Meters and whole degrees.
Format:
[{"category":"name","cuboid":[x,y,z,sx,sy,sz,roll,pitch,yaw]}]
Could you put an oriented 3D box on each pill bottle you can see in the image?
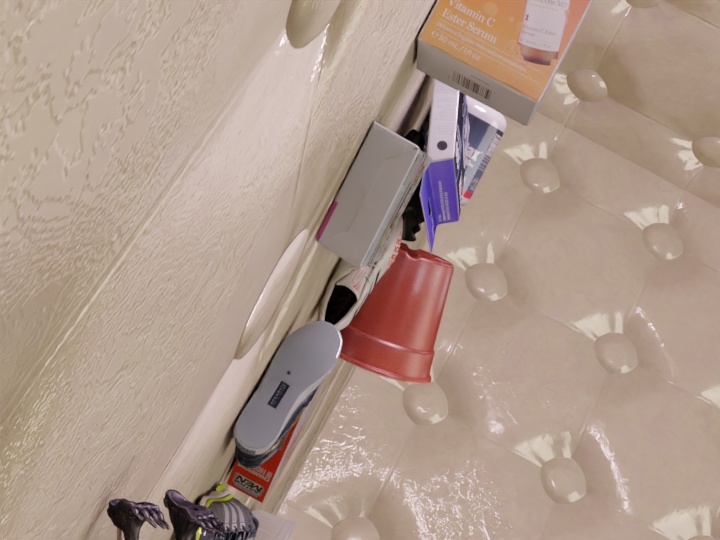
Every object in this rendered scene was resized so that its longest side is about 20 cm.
[{"category":"pill bottle","cuboid":[0.158,-0.215,1.740,0.202,0.119,0.120,-63,175,7]}]

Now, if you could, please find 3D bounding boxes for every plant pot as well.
[{"category":"plant pot","cuboid":[0.055,0.058,1.847,0.201,0.198,0.198,-29,139,-81]}]

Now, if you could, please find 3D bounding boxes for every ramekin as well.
[{"category":"ramekin","cuboid":[-0.220,0.584,2.287,0.204,0.093,0.202,-61,176,-8]}]

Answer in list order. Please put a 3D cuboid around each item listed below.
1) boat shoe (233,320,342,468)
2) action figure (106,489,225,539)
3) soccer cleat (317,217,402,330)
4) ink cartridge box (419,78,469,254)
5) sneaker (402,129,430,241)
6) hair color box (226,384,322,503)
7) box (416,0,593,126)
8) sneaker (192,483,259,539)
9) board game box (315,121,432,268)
[{"category":"boat shoe","cuboid":[-0.097,0.155,1.410,0.201,0.070,0.091,-52,173,-27]},{"category":"action figure","cuboid":[-0.181,0.274,0.856,0.118,0.102,0.202,17,100,-39]},{"category":"soccer cleat","cuboid":[0.000,0.000,1.569,0.201,0.068,0.085,-59,180,8]},{"category":"ink cartridge box","cuboid":[0.116,-0.149,1.512,0.198,0.043,0.203,70,27,-67]},{"category":"sneaker","cuboid":[0.076,-0.117,1.585,0.076,0.087,0.201,-58,174,-34]},{"category":"hair color box","cuboid":[-0.112,0.209,1.544,0.202,0.063,0.111,-67,175,34]},{"category":"box","cuboid":[0.172,-0.293,1.252,0.202,0.151,0.106,-62,175,-5]},{"category":"sneaker","cuboid":[-0.174,0.326,1.409,0.075,0.080,0.200,-63,175,8]},{"category":"board game box","cuboid":[0.019,-0.086,1.307,0.149,0.064,0.200,-62,174,5]}]
